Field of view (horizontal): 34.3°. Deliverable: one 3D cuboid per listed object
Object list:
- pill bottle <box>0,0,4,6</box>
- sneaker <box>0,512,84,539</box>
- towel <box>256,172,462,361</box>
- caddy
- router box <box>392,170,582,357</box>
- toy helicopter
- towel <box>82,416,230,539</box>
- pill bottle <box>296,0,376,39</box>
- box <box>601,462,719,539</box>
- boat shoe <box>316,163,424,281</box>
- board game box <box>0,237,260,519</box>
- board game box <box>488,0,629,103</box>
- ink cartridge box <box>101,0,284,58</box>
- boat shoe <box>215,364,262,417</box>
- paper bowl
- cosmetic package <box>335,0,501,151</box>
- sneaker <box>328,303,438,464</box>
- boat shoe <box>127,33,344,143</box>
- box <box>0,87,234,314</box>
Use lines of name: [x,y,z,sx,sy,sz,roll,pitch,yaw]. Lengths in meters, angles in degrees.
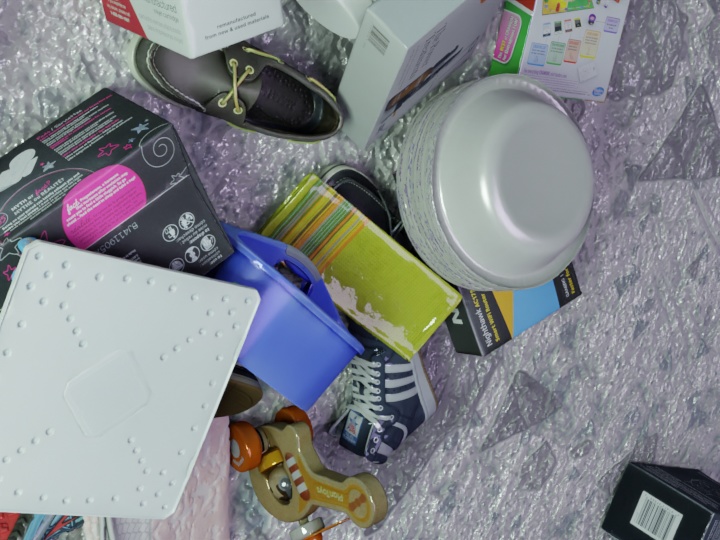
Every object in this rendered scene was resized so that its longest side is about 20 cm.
pill bottle: [-0.313,-0.122,0.750,0.110,0.110,0.202,36,85,-44]
sneaker: [-0.258,0.204,0.972,0.201,0.079,0.095,-55,136,-7]
towel: [0.000,0.000,1.083,0.199,0.018,0.086,38,102,-22]
caddy: [-0.079,0.029,1.007,0.105,0.141,0.200,-52,135,-5]
router box: [0.131,-0.036,1.181,0.148,0.051,0.202,-29,105,-28]
toy helicopter: [-0.044,0.207,1.077,0.078,0.199,0.134,-12,100,-37]
towel: [-0.174,0.214,1.038,0.191,0.032,0.203,-37,137,-54]
pill bottle: [0.026,-0.296,0.971,0.201,0.111,0.111,-53,134,-8]
box: [0.462,0.353,1.630,0.198,0.148,0.108,14,101,-43]
boat shoe: [0.016,-0.025,1.122,0.075,0.062,0.201,-45,131,-14]
board game box: [-0.190,0.085,0.855,0.198,0.026,0.202,14,103,-42]
board game box: [0.216,-0.280,1.196,0.152,0.040,0.203,-1,109,-41]
ink cartridge box: [-0.138,-0.270,0.813,0.082,0.145,0.202,-26,124,-27]
boat shoe: [-0.172,0.075,0.974,0.198,0.066,0.073,16,137,-33]
paper bowl: [0.140,-0.082,1.097,0.198,0.104,0.204,2,87,-32]
cosmetic package: [0.055,-0.201,1.000,0.151,0.052,0.200,-44,175,-19]
sneaker: [0.008,0.115,1.173,0.108,0.070,0.201,-44,135,-20]
boat shoe: [-0.097,-0.154,0.962,0.200,0.060,0.073,12,101,-44]
box: [-0.219,-0.021,0.877,0.199,0.114,0.133,-38,131,-19]
